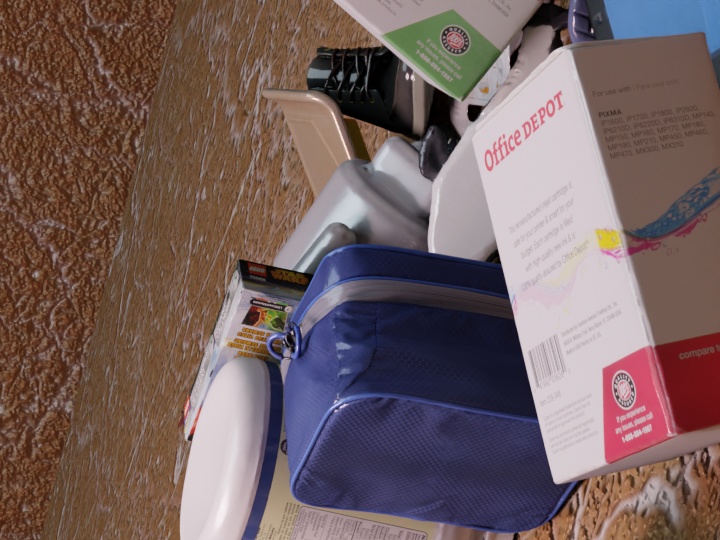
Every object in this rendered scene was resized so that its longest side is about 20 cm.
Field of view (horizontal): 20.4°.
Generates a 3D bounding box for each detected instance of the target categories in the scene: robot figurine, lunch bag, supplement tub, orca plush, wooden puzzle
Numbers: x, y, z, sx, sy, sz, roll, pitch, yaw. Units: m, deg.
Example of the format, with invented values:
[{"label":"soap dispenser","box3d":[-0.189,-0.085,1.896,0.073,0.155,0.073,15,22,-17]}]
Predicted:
[{"label":"robot figurine","box3d":[0.000,0.000,1.455,0.113,0.169,0.200,43,108,25]},{"label":"lunch bag","box3d":[0.039,0.065,1.228,0.136,0.199,0.133,120,155,-48]},{"label":"supplement tub","box3d":[-0.008,0.146,1.333,0.145,0.199,0.146,-167,90,-75]},{"label":"orca plush","box3d":[0.099,-0.085,1.398,0.071,0.105,0.201,39,-123,-72]},{"label":"wooden puzzle","box3d":[-0.009,-0.063,1.646,0.201,0.037,0.185,65,170,-12]}]

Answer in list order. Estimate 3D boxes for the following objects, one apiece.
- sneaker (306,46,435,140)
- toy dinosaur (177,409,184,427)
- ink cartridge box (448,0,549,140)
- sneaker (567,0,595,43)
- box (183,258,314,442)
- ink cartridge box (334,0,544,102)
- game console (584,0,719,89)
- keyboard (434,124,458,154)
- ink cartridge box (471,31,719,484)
[{"label":"sneaker","box3d":[0.008,-0.152,1.631,0.200,0.106,0.075,110,174,-82]},{"label":"toy dinosaur","box3d":[-0.047,0.175,1.568,0.105,0.199,0.182,-54,-8,-33]},{"label":"ink cartridge box","box3d":[0.110,-0.197,1.538,0.160,0.047,0.201,-154,61,-74]},{"label":"sneaker","box3d":[0.177,-0.220,1.230,0.082,0.074,0.201,-163,93,-77]},{"label":"box","box3d":[-0.011,0.075,1.404,0.040,0.199,0.137,-103,30,-55]},{"label":"ink cartridge box","box3d":[0.070,-0.240,1.361,0.200,0.145,0.088,-51,18,3]},{"label":"game console","box3d":[0.164,-0.195,1.074,0.173,0.118,0.201,58,-162,-57]},{"label":"keyboard","box3d":[0.061,-0.052,1.545,0.200,0.039,0.104,-108,32,-57]},{"label":"ink cartridge box","box3d":[0.138,-0.004,1.034,0.148,0.085,0.201,141,119,-67]}]
